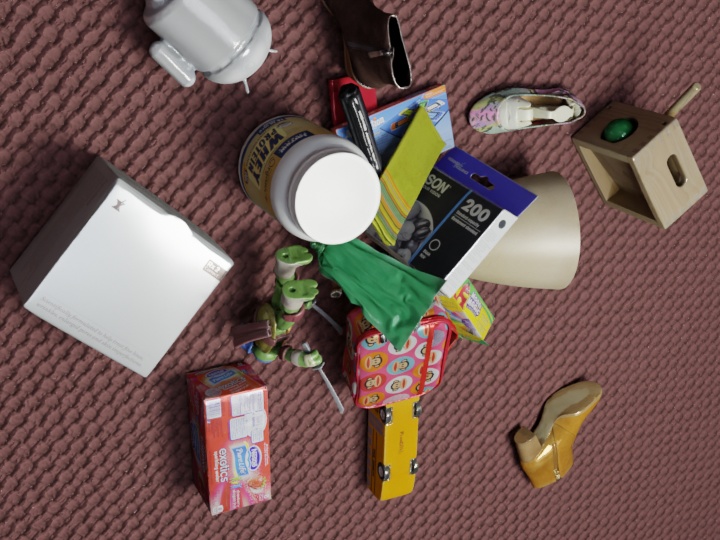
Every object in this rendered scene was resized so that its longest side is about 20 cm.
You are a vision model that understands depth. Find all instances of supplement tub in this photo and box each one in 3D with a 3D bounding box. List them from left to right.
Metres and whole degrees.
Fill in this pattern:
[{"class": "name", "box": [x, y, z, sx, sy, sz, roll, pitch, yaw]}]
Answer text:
[{"class": "supplement tub", "box": [-0.070, -0.123, 1.311, 0.144, 0.200, 0.145, -10, 113, -24]}]

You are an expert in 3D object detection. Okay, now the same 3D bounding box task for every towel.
[{"class": "towel", "box": [0.067, -0.138, 1.403, 0.200, 0.018, 0.086, -62, 139, -26]}]

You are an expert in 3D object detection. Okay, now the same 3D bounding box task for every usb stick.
[{"class": "usb stick", "box": [0.010, -0.171, 1.376, 0.032, 0.056, 0.201, -18, 120, 3]}]

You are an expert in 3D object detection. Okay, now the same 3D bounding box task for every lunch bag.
[{"class": "lunch bag", "box": [0.065, 0.119, 1.476, 0.175, 0.082, 0.200, -12, 141, -13]}]

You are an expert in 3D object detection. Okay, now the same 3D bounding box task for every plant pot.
[{"class": "plant pot", "box": [0.212, -0.056, 1.515, 0.199, 0.187, 0.188, -5, 112, -11]}]

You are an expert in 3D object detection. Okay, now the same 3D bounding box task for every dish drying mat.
[{"class": "dish drying mat", "box": [-0.005, -0.189, 1.428, 0.077, 0.018, 0.201, -17, 115, -25]}]

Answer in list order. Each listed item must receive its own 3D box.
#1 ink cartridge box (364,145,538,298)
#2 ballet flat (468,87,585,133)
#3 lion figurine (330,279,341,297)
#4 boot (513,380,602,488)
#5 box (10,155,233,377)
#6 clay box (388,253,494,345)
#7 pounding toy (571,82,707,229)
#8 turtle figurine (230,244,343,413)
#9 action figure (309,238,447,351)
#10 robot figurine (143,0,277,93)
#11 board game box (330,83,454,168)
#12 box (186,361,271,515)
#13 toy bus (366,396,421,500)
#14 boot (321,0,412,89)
[{"class": "ink cartridge box", "box": [0.127, -0.086, 1.431, 0.200, 0.198, 0.043, -48, 137, -4]}, {"class": "ballet flat", "box": [0.268, -0.250, 1.514, 0.199, 0.071, 0.069, -10, 114, -24]}, {"class": "lion figurine", "box": [0.000, 0.000, 1.471, 0.072, 0.123, 0.200, -22, 141, 18]}, {"class": "boot", "box": [0.378, 0.307, 1.799, 0.201, 0.071, 0.144, -35, 127, -8]}, {"class": "box", "box": [-0.313, -0.005, 1.272, 0.199, 0.131, 0.200, 38, 89, -33]}, {"class": "clay box", "box": [0.130, 0.041, 1.511, 0.048, 0.115, 0.200, -59, 139, -18]}, {"class": "pounding toy", "box": [0.468, -0.199, 1.571, 0.142, 0.184, 0.200, -41, 122, -8]}, {"class": "turtle figurine", "box": [-0.078, 0.067, 1.404, 0.194, 0.199, 0.144, 104, 12, -46]}, {"class": "action figure", "box": [0.010, 0.009, 1.368, 0.118, 0.200, 0.055, -55, 167, -1]}, {"class": "robot figurine", "box": [-0.192, -0.316, 1.223, 0.170, 0.113, 0.200, -50, 123, -1]}, {"class": "board game box", "box": [0.051, -0.197, 1.439, 0.200, 0.019, 0.103, -26, 121, -25]}, {"class": "box", "box": [-0.197, 0.251, 1.452, 0.099, 0.095, 0.201, -10, 114, -23]}, {"class": "toy bus", "box": [0.053, 0.282, 1.605, 0.065, 0.078, 0.201, -8, 113, -23]}, {"class": "boot", "box": [0.013, -0.341, 1.285, 0.072, 0.166, 0.201, -19, 109, -19]}]
